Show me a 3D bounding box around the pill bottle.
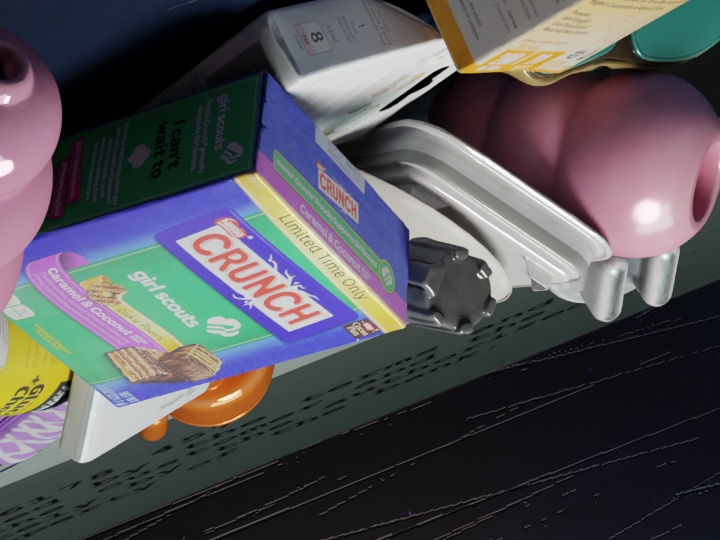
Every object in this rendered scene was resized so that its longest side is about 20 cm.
[{"bbox_3d":[-0.233,0.038,1.401,0.112,0.113,0.200,-27,169,26],"label":"pill bottle"}]

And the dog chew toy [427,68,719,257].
[{"bbox_3d":[0.138,-0.084,1.466,0.199,0.125,0.124,17,-172,23],"label":"dog chew toy"}]

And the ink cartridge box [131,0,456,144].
[{"bbox_3d":[-0.028,-0.111,1.287,0.162,0.057,0.200,-32,175,43],"label":"ink cartridge box"}]

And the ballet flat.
[{"bbox_3d":[0.152,-0.160,1.412,0.199,0.069,0.063,-11,-166,-40],"label":"ballet flat"}]

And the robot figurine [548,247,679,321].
[{"bbox_3d":[0.158,-0.057,1.588,0.169,0.201,0.113,-13,140,-17],"label":"robot figurine"}]

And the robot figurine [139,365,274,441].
[{"bbox_3d":[-0.124,0.064,1.794,0.116,0.145,0.200,1,168,-2],"label":"robot figurine"}]

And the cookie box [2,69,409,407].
[{"bbox_3d":[-0.097,-0.012,1.233,0.199,0.076,0.171,-17,142,24],"label":"cookie box"}]

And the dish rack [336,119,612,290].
[{"bbox_3d":[0.054,-0.032,1.466,0.200,0.171,0.044,-4,-123,64],"label":"dish rack"}]

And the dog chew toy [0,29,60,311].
[{"bbox_3d":[-0.198,-0.040,1.007,0.124,0.125,0.200,-15,160,-37],"label":"dog chew toy"}]

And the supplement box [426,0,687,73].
[{"bbox_3d":[0.145,-0.180,1.189,0.199,0.074,0.126,-29,169,31],"label":"supplement box"}]

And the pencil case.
[{"bbox_3d":[-0.247,0.092,1.747,0.200,0.084,0.086,-38,-164,53],"label":"pencil case"}]

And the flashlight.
[{"bbox_3d":[0.000,0.000,1.348,0.068,0.068,0.199,-34,-150,-32],"label":"flashlight"}]

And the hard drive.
[{"bbox_3d":[-0.126,0.017,1.411,0.132,0.027,0.201,-30,145,-47],"label":"hard drive"}]

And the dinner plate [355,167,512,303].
[{"bbox_3d":[0.006,-0.022,1.457,0.024,0.199,0.200,-64,180,-14],"label":"dinner plate"}]
